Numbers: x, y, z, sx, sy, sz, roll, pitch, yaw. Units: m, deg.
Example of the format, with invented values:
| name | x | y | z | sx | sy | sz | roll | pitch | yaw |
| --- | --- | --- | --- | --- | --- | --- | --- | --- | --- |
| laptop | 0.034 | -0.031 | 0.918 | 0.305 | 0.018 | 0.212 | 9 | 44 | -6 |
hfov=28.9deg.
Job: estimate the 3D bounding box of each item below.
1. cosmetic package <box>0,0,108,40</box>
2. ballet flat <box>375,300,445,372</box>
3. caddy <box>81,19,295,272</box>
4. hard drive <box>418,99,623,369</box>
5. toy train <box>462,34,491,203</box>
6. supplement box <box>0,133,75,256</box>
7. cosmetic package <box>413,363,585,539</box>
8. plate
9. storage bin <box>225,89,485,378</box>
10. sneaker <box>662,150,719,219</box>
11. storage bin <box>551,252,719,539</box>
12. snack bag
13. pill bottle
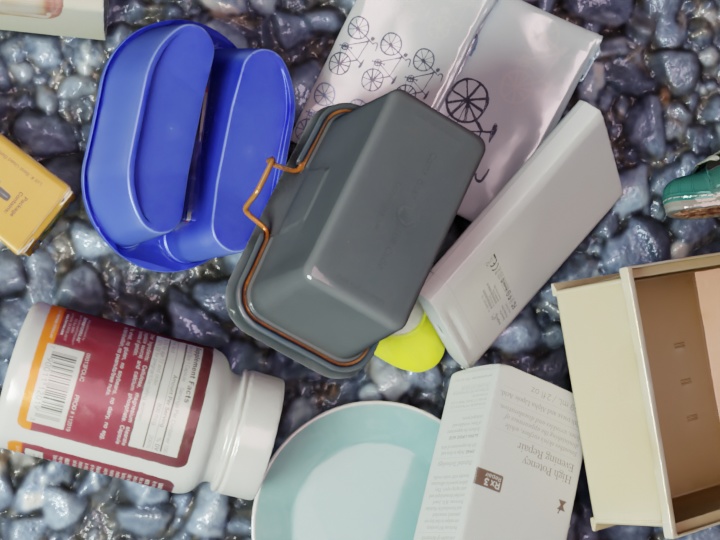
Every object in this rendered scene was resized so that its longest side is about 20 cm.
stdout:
| name | x | y | z | sx | sy | sz | roll | pitch | yaw |
| --- | --- | --- | --- | --- | --- | --- | --- | --- | --- |
| cosmetic package | -0.292 | -0.245 | 1.077 | 0.199 | 0.087 | 0.104 | 3 | 84 | -9 |
| ballet flat | 0.000 | 0.000 | 1.116 | 0.067 | 0.067 | 0.200 | -38 | 92 | -12 |
| caddy | -0.136 | -0.098 | 1.085 | 0.141 | 0.105 | 0.201 | 15 | 82 | -30 |
| hard drive | 0.130 | -0.025 | 1.114 | 0.027 | 0.132 | 0.200 | 37 | 79 | 31 |
| toy train | 0.105 | -0.144 | 1.160 | 0.056 | 0.042 | 0.201 | -4 | 86 | -20 |
| supplement box | -0.316 | -0.095 | 1.073 | 0.200 | 0.069 | 0.067 | 39 | 82 | -3 |
| cosmetic package | 0.106 | 0.184 | 1.087 | 0.101 | 0.074 | 0.201 | 22 | 69 | -25 |
| plate | 0.010 | 0.204 | 1.124 | 0.199 | 0.026 | 0.201 | 1 | 86 | -9 |
| storage bin | -0.002 | -0.039 | 1.014 | 0.145 | 0.134 | 0.200 | 30 | 72 | -13 |
| sneaker | 0.339 | -0.097 | 1.183 | 0.199 | 0.071 | 0.080 | -15 | 84 | -15 |
| storage bin | 0.265 | 0.091 | 1.110 | 0.198 | 0.094 | 0.201 | -8 | 86 | -35 |
| snack bag | 0.069 | -0.145 | 1.127 | 0.200 | 0.021 | 0.189 | 27 | 90 | 8 |
| pill bottle | -0.165 | 0.102 | 1.058 | 0.199 | 0.114 | 0.115 | 16 | 83 | -8 |
